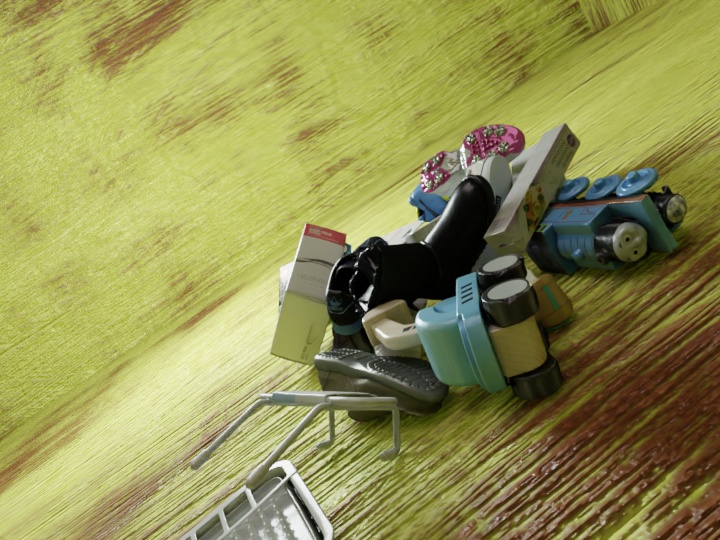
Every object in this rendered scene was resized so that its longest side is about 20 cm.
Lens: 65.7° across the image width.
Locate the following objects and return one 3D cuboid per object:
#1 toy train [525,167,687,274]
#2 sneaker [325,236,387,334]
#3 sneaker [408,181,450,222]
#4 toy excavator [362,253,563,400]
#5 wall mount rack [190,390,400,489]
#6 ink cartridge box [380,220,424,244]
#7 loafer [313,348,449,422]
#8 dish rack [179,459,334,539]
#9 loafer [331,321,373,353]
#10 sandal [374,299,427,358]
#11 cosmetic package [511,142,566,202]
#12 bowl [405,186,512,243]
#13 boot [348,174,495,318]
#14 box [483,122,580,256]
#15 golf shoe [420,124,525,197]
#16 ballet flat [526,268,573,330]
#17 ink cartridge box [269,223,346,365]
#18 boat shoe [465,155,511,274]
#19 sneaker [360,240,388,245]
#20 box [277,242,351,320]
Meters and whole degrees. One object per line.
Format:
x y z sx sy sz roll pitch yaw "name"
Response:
0.276 -0.051 0.652 0.114 0.087 0.200 -44 15 -10 "toy train"
0.000 0.000 0.841 0.069 0.079 0.202 3 42 18 "sneaker"
0.148 -0.123 1.086 0.078 0.067 0.199 -33 -24 15 "sneaker"
0.086 0.061 0.578 0.197 0.101 0.195 -19 16 15 "toy excavator"
-0.060 0.157 0.547 0.172 0.076 0.198 9 -15 -38 "wall mount rack"
0.054 -0.025 1.130 0.198 0.068 0.116 -23 16 45 "ink cartridge box"
0.022 0.136 0.639 0.074 0.071 0.198 -7 6 -38 "loafer"
-0.102 0.264 0.490 0.171 0.044 0.199 -36 13 -16 "dish rack"
-0.027 0.092 0.895 0.063 0.072 0.200 -36 15 3 "loafer"
0.050 0.079 0.777 0.081 0.051 0.204 4 30 8 "sandal"
0.285 -0.128 0.866 0.073 0.103 0.200 -25 13 21 "cosmetic package"
0.177 -0.077 0.947 0.198 0.075 0.200 -32 1 5 "bowl"
0.075 -0.024 0.711 0.160 0.201 0.074 -8 41 -30 "boot"
0.220 -0.103 0.705 0.201 0.039 0.041 -56 18 -26 "box"
0.190 -0.172 0.903 0.198 0.090 0.077 -17 62 47 "golf shoe"
0.178 0.020 0.664 0.068 0.064 0.200 -35 12 -12 "ballet flat"
-0.087 0.038 0.960 0.202 0.083 0.147 -85 12 -54 "ink cartridge box"
0.167 -0.066 0.808 0.069 0.070 0.204 -4 74 51 "boat shoe"
0.027 0.007 0.935 0.072 0.114 0.200 -9 11 -5 "sneaker"
-0.097 0.035 1.154 0.037 0.139 0.198 18 -29 -41 "box"
